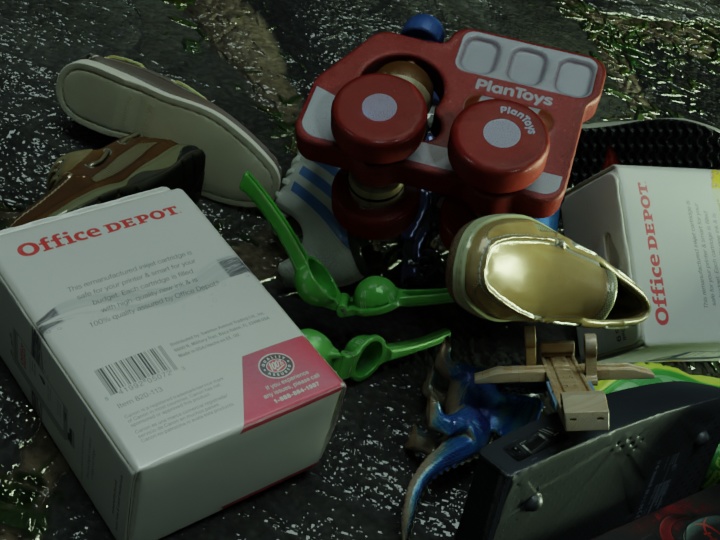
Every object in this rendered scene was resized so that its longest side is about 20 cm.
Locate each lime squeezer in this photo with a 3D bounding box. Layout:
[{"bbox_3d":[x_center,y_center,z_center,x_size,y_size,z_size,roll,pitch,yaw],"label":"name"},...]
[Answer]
[{"bbox_3d":[-0.018,0.057,0.789,0.199,0.038,0.071,5,8,-18],"label":"lime squeezer"},{"bbox_3d":[0.000,0.000,0.779,0.200,0.071,0.038,22,7,-4],"label":"lime squeezer"}]

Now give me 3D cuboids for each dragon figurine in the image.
[{"bbox_3d":[0.088,0.107,0.745,0.099,0.059,0.200,21,36,1],"label":"dragon figurine"}]

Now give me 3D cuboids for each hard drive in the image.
[{"bbox_3d":[0.140,0.136,0.677,0.200,0.135,0.042,-11,36,-35],"label":"hard drive"}]

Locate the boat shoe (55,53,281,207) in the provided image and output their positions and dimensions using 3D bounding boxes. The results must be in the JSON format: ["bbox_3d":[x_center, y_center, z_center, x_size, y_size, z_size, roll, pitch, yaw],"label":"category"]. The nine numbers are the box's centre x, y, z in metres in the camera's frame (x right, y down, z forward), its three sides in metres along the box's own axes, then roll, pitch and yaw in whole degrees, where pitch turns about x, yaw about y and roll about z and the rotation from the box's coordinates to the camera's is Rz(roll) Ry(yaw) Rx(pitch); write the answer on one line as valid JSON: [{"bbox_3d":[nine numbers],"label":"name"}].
[{"bbox_3d":[-0.149,-0.119,0.905,0.200,0.072,0.060,26,27,2],"label":"boat shoe"}]

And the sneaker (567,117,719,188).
[{"bbox_3d":[0.252,-0.109,1.011,0.199,0.071,0.093,2,15,24],"label":"sneaker"}]

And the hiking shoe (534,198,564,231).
[{"bbox_3d":[0.114,-0.068,0.870,0.086,0.074,0.201,-1,78,-23],"label":"hiking shoe"}]

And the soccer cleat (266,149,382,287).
[{"bbox_3d":[-0.036,-0.072,0.874,0.086,0.070,0.200,-13,51,10],"label":"soccer cleat"}]

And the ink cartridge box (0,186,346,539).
[{"bbox_3d":[-0.128,0.051,0.688,0.146,0.083,0.200,-19,53,-34],"label":"ink cartridge box"}]

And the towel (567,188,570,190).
[{"bbox_3d":[0.296,-0.041,1.047,0.200,0.030,0.146,41,42,25],"label":"towel"}]

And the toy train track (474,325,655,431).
[{"bbox_3d":[0.127,0.059,0.672,0.114,0.033,0.200,-2,6,6],"label":"toy train track"}]

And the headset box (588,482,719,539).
[{"bbox_3d":[0.198,0.221,0.644,0.200,0.075,0.149,-11,48,-35],"label":"headset box"}]

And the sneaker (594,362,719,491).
[{"bbox_3d":[0.233,0.117,0.789,0.199,0.074,0.084,3,37,-22],"label":"sneaker"}]

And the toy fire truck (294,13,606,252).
[{"bbox_3d":[0.064,-0.109,0.791,0.199,0.112,0.168,15,57,10],"label":"toy fire truck"}]

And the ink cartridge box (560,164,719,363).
[{"bbox_3d":[0.273,-0.002,0.894,0.200,0.087,0.146,0,75,-25],"label":"ink cartridge box"}]

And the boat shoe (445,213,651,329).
[{"bbox_3d":[0.135,0.006,0.731,0.076,0.072,0.200,17,7,38],"label":"boat shoe"}]

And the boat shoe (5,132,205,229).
[{"bbox_3d":[-0.193,-0.050,0.806,0.074,0.076,0.200,26,29,15],"label":"boat shoe"}]

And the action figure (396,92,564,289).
[{"bbox_3d":[0.077,-0.054,0.940,0.193,0.105,0.200,14,66,1],"label":"action figure"}]
